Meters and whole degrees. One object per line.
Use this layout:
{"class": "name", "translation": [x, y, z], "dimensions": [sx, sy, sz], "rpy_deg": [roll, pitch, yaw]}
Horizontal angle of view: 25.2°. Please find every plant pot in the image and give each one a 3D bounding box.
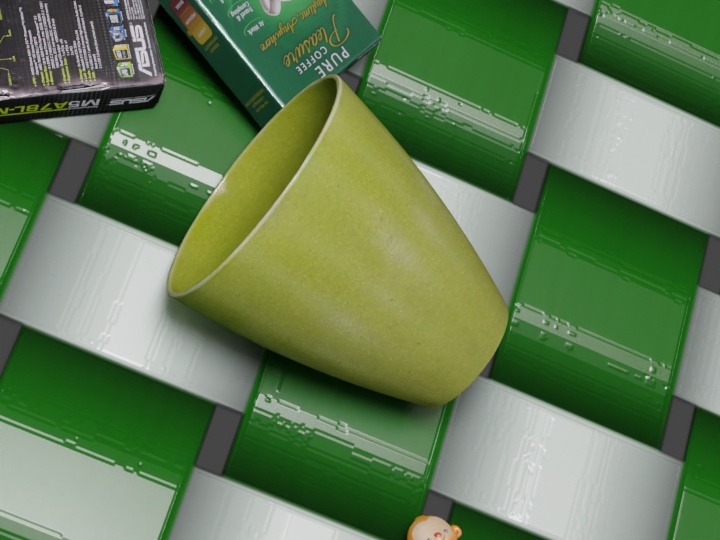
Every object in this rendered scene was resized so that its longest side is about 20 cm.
{"class": "plant pot", "translation": [0.000, 0.000, 1.119], "dimensions": [0.200, 0.187, 0.188], "rpy_deg": [38, 62, -17]}

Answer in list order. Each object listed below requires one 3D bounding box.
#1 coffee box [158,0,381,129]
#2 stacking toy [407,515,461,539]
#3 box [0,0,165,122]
{"class": "coffee box", "translation": [-0.088, -0.213, 1.206], "dimensions": [0.200, 0.044, 0.123], "rpy_deg": [49, 53, -6]}
{"class": "stacking toy", "translation": [0.093, 0.250, 1.092], "dimensions": [0.115, 0.110, 0.201], "rpy_deg": [-24, 68, -22]}
{"class": "box", "translation": [-0.255, -0.207, 1.173], "dimensions": [0.191, 0.048, 0.202], "rpy_deg": [-10, 74, -19]}
